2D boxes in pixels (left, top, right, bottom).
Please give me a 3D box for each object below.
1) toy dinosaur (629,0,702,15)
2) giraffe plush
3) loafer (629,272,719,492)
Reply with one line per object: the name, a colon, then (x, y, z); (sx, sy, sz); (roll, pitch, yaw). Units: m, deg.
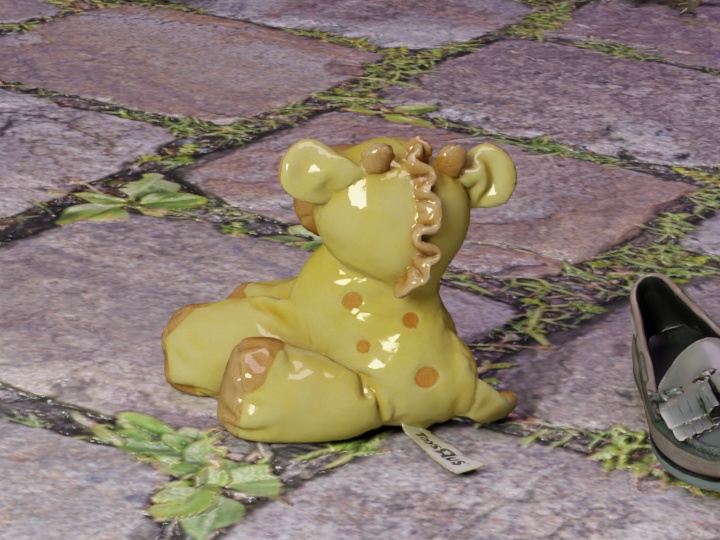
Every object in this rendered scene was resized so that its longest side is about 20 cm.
toy dinosaur: (0.306, -0.289, 2.415); (0.200, 0.058, 0.101); (5, 18, -2)
giraffe plush: (0.000, 0.000, 1.329); (0.200, 0.162, 0.173); (19, 23, 37)
loafer: (0.180, 0.058, 1.340); (0.072, 0.063, 0.200); (-23, 19, -1)
